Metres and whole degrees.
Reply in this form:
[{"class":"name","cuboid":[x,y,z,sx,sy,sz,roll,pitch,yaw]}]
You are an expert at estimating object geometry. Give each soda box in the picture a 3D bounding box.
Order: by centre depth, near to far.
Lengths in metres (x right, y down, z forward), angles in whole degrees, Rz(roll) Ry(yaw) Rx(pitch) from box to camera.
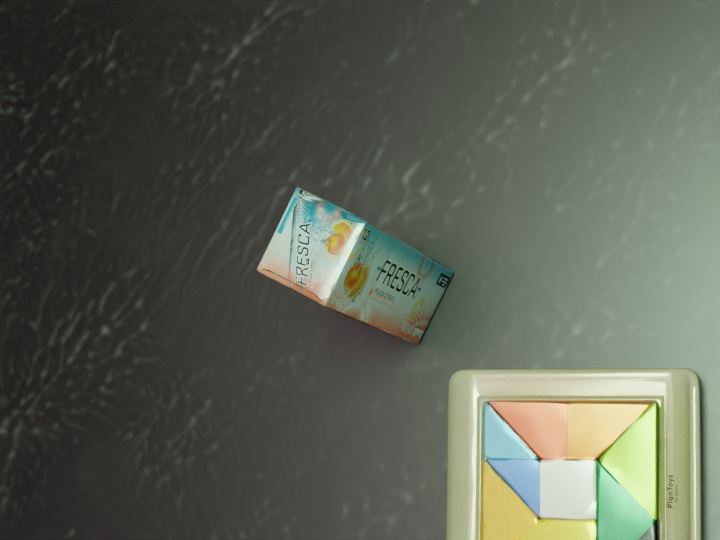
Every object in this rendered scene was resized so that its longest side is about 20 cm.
[{"class":"soda box","cuboid":[0.000,0.000,1.250,0.063,0.200,0.069,27,90,23]}]

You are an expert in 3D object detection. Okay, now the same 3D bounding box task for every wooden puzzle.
[{"class":"wooden puzzle","cuboid":[0.154,0.166,1.249,0.198,0.037,0.187,-2,81,22]}]
